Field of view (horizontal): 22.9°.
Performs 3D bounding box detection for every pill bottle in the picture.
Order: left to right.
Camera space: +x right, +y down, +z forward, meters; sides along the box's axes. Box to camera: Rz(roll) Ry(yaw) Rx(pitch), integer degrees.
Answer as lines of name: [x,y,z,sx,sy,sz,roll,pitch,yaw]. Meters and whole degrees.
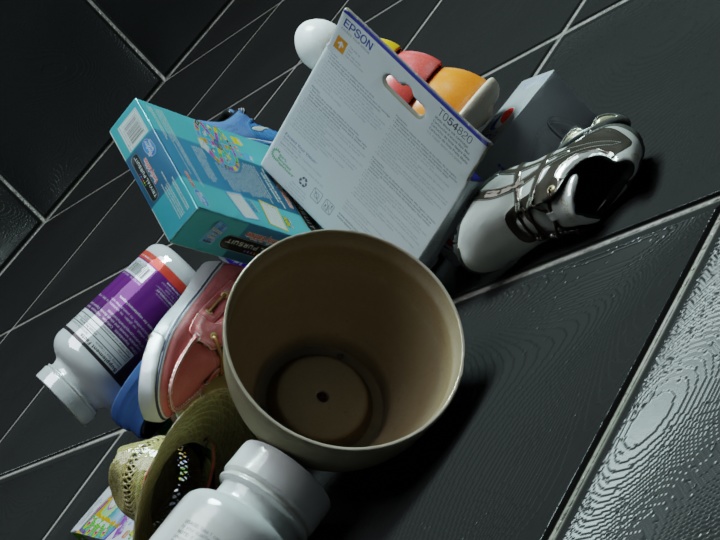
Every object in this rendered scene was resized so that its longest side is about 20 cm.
pill bottle: [-0.255,0.073,1.941,0.200,0.113,0.112,-44,16,-11]
pill bottle: [-0.116,0.239,1.414,0.200,0.114,0.114,-52,18,-23]

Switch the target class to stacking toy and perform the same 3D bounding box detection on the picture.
stacking toy: [0.022,-0.178,1.716,0.146,0.200,0.146,-51,-2,-2]

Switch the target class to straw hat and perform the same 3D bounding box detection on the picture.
straw hat: [-0.167,0.183,1.515,0.085,0.202,0.201,17,53,27]

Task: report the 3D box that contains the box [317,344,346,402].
box: [-0.077,0.107,1.649,0.200,0.038,0.137,-54,34,4]

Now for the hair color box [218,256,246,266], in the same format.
hair color box: [-0.126,-0.028,1.952,0.065,0.200,0.109,-43,16,-4]

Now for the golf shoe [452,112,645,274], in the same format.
golf shoe: [0.161,-0.059,1.555,0.200,0.078,0.095,-40,17,18]

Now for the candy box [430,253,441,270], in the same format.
candy box: [0.000,0.000,1.808,0.167,0.072,0.200,-23,27,53]

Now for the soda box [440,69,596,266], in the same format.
soda box: [0.140,-0.099,1.720,0.200,0.068,0.063,-50,15,-22]

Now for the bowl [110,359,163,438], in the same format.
bowl: [-0.183,0.103,1.917,0.201,0.039,0.201,-44,-11,-11]

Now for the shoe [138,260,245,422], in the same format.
shoe: [-0.124,0.062,1.592,0.090,0.072,0.200,5,37,18]

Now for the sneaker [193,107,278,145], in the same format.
sneaker: [-0.111,-0.136,1.889,0.199,0.089,0.079,0,-39,-48]

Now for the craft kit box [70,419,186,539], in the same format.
craft kit box: [-0.188,0.209,1.798,0.200,0.049,0.197,-50,20,-20]

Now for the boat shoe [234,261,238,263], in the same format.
boat shoe: [-0.079,-0.091,1.824,0.200,0.060,0.076,-43,14,12]

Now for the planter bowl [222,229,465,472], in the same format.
planter bowl: [-0.023,0.086,1.487,0.201,0.200,0.135,-54,-9,-30]

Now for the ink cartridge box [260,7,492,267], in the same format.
ink cartridge box: [0.019,-0.110,1.650,0.041,0.200,0.200,-22,-29,-49]

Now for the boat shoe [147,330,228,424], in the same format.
boat shoe: [-0.142,0.100,1.647,0.076,0.072,0.200,-34,41,4]

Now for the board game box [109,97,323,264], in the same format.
board game box: [-0.126,-0.073,1.685,0.047,0.200,0.151,-47,53,22]
